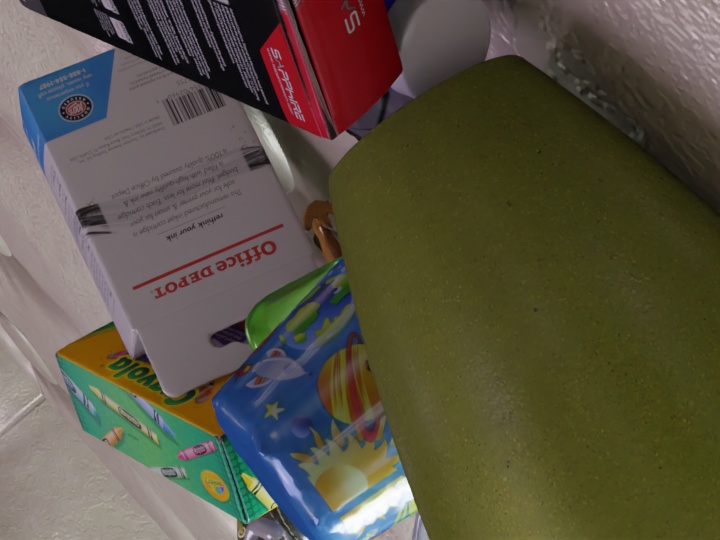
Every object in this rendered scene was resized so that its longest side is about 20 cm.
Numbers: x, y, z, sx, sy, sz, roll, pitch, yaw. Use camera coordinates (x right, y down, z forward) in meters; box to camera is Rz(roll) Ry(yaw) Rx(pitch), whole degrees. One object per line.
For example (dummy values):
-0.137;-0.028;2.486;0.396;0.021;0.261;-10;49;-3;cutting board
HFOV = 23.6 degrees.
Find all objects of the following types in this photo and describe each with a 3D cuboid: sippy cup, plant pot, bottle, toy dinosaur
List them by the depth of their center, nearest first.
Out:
0.078;0.025;0.667;0.200;0.187;0.187;58;165;11;plant pot
-0.026;-0.124;0.734;0.065;0.084;0.200;20;-170;-45;bottle
0.006;0.060;0.815;0.140;0.130;0.178;51;168;-1;sippy cup
0.000;0.000;0.957;0.200;0.060;0.107;45;156;46;toy dinosaur

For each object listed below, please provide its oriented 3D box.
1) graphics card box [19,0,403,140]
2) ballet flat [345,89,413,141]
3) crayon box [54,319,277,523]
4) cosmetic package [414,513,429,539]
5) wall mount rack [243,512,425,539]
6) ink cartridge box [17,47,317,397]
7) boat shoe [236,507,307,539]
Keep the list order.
-0.079;-0.137;0.658;0.200;0.051;0.126;25;148;39;graphics card box
0.056;-0.050;0.770;0.200;0.057;0.067;42;134;11;ballet flat
-0.078;0.067;1.006;0.200;0.119;0.059;18;130;52;crayon box
0.111;0.175;0.954;0.200;0.052;0.151;39;162;31;cosmetic package
0.034;0.171;0.840;0.174;0.199;0.075;27;111;49;wall mount rack
-0.105;-0.029;0.998;0.201;0.116;0.068;64;165;11;ink cartridge box
-0.048;0.121;1.131;0.072;0.060;0.201;50;-164;-19;boat shoe
